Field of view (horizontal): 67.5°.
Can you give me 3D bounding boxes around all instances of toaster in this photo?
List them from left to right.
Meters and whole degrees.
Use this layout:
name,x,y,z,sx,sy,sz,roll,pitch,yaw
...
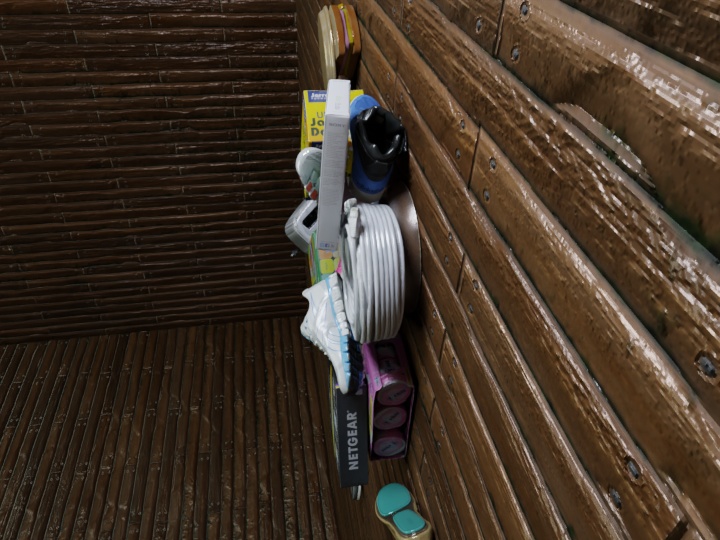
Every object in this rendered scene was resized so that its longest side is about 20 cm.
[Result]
name,x,y,z,sx,sy,sz,roll,pitch,yaw
toaster,-0.095,-0.118,1.247,0.114,0.200,0.129,44,168,-8

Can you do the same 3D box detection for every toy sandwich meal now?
name,x,y,z,sx,sy,sz,roll,pitch,yaw
toy sandwich meal,-0.044,-0.450,1.110,0.205,0.070,0.207,173,90,-85

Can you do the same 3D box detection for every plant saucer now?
name,x,y,z,sx,sy,sz,roll,pitch,yaw
plant saucer,0.052,-0.033,0.821,0.200,0.032,0.202,174,90,-81

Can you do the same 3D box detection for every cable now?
name,x,y,z,sx,sy,sz,roll,pitch,yaw
cable,0.013,0.002,0.775,0.200,0.069,0.202,179,86,-82

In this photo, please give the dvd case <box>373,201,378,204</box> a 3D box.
name,x,y,z,sx,sy,sz,roll,pitch,yaw
dvd case,0.017,-0.185,0.997,0.143,0.017,0.201,-109,16,-55

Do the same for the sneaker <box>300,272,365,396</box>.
name,x,y,z,sx,sy,sz,roll,pitch,yaw
sneaker,-0.049,0.107,0.857,0.075,0.086,0.201,53,-159,-58

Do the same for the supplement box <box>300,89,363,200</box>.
name,x,y,z,sx,sy,sz,roll,pitch,yaw
supplement box,-0.052,-0.228,1.006,0.200,0.108,0.110,107,157,-67

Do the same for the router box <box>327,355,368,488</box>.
name,x,y,z,sx,sy,sz,roll,pitch,yaw
router box,-0.024,0.245,0.945,0.157,0.052,0.202,-113,20,-67

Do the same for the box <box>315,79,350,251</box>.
name,x,y,z,sx,sy,sz,roll,pitch,yaw
box,-0.039,-0.151,0.769,0.145,0.036,0.201,-91,8,-55

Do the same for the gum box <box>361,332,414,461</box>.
name,x,y,z,sx,sy,sz,roll,pitch,yaw
gum box,0.041,0.208,0.895,0.114,0.065,0.201,-104,12,-50

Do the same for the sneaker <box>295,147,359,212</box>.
name,x,y,z,sx,sy,sz,roll,pitch,yaw
sneaker,-0.062,-0.153,0.924,0.082,0.077,0.200,41,-179,32

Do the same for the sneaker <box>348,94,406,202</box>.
name,x,y,z,sx,sy,sz,roll,pitch,yaw
sneaker,0.022,-0.210,0.787,0.111,0.076,0.201,120,157,-55

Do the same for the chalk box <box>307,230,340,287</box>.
name,x,y,z,sx,sy,sz,roll,pitch,yaw
chalk box,-0.036,-0.014,1.082,0.200,0.123,0.126,129,135,-77

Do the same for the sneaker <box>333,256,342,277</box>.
name,x,y,z,sx,sy,sz,roll,pitch,yaw
sneaker,0.000,0.000,0.948,0.201,0.088,0.081,-64,4,2

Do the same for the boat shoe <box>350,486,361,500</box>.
name,x,y,z,sx,sy,sz,roll,pitch,yaw
boat shoe,-0.037,0.574,1.588,0.072,0.067,0.201,104,158,-59

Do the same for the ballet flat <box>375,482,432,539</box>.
name,x,y,z,sx,sy,sz,roll,pitch,yaw
ballet flat,0.067,0.400,0.848,0.200,0.068,0.064,165,86,-82
